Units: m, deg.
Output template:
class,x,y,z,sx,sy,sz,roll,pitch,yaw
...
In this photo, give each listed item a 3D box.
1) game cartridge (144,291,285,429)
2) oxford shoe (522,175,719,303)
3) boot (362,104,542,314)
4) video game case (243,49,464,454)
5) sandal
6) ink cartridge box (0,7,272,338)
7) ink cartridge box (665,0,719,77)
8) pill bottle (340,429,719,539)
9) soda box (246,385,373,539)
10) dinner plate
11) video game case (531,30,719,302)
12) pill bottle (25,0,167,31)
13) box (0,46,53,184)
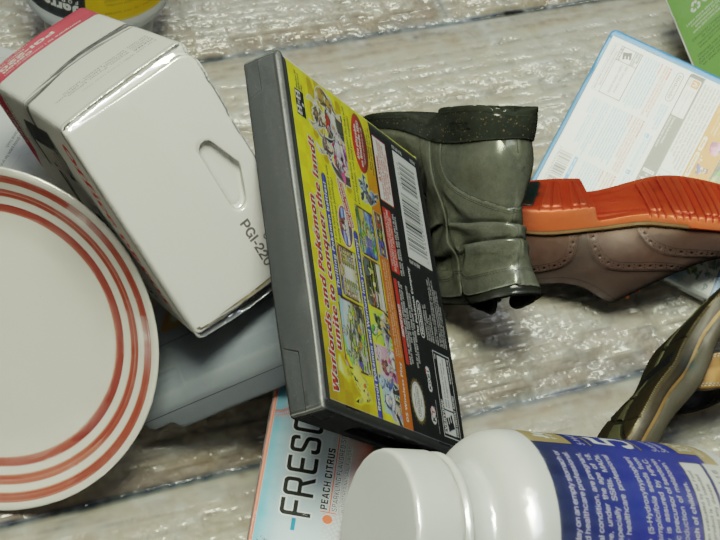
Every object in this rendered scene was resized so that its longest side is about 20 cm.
class,x,y,z,sx,sy,sz,roll,pitch,yaw
game cartridge,-0.064,-0.003,0.880,0.042,0.133,0.201,44,33,-29
oxford shoe,0.189,-0.019,0.960,0.198,0.073,0.071,2,25,4
boot,0.052,-0.040,0.948,0.067,0.200,0.132,-1,94,-24
video game case,0.000,0.000,0.813,0.025,0.180,0.202,-17,68,22
sandal,0.213,0.066,0.896,0.054,0.082,0.200,40,54,3
ink cartridge box,-0.129,-0.063,0.837,0.085,0.146,0.200,-38,27,-14
ink cartridge box,0.294,-0.184,1.094,0.103,0.059,0.201,18,44,-33
pill bottle,0.097,0.145,0.753,0.198,0.120,0.120,8,48,-25
soda box,-0.028,0.124,0.818,0.063,0.069,0.201,11,50,-2
dinner plate,-0.208,0.038,0.807,0.198,0.202,0.024,13,17,4
video game case,0.230,-0.062,0.993,0.199,0.018,0.144,28,85,15
pill bottle,-0.186,-0.237,1.006,0.111,0.201,0.113,4,50,-4
box,-0.269,-0.089,0.979,0.198,0.041,0.157,16,51,7
